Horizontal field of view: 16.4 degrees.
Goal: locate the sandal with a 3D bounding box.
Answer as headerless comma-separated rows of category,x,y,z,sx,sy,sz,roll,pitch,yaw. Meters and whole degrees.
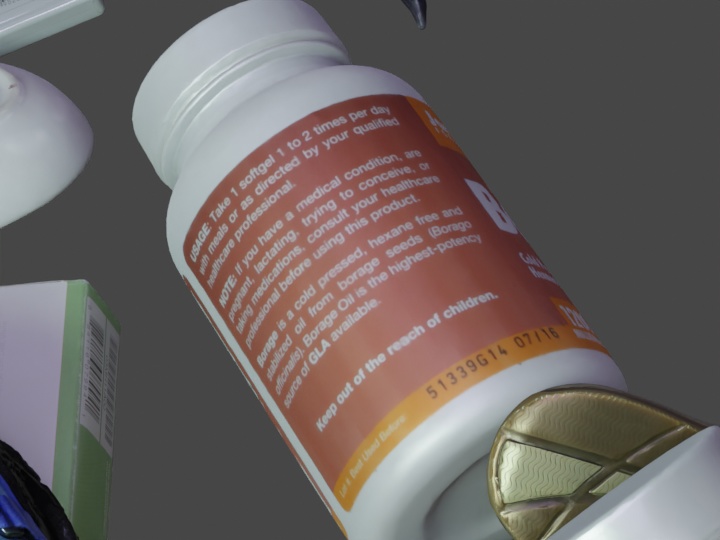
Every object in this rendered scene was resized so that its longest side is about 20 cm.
sandal,0.130,0.094,0.831,0.199,0.054,0.081,27,92,-9

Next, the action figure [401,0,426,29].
action figure,0.058,-0.173,0.977,0.199,0.102,0.120,-17,74,2

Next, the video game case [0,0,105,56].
video game case,-0.203,-0.166,1.074,0.142,0.018,0.201,-22,63,2

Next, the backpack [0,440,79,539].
backpack,-0.201,0.090,0.836,0.182,0.135,0.200,-32,58,-9

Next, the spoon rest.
spoon rest,-0.192,-0.028,0.959,0.199,0.061,0.099,-27,43,-36

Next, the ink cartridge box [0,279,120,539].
ink cartridge box,-0.195,0.082,0.939,0.199,0.048,0.146,-5,64,12

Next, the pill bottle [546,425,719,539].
pill bottle,0.131,0.152,0.745,0.113,0.113,0.200,-35,85,-6

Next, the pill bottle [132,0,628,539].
pill bottle,0.000,0.000,0.900,0.112,0.112,0.200,-32,63,-4
